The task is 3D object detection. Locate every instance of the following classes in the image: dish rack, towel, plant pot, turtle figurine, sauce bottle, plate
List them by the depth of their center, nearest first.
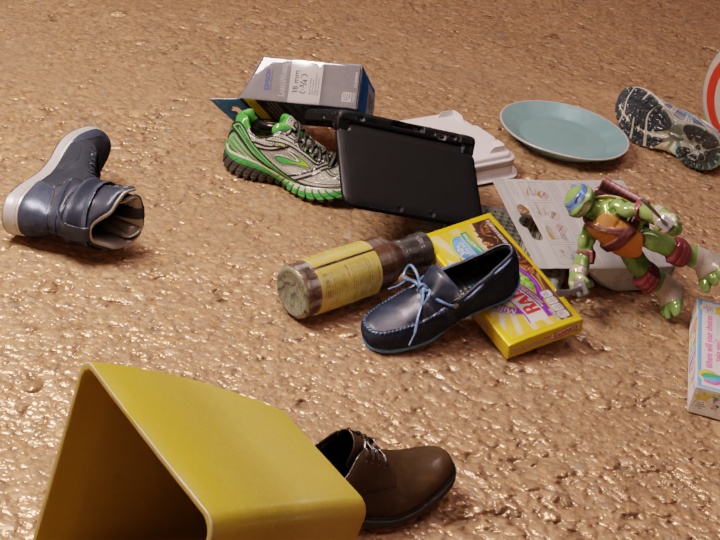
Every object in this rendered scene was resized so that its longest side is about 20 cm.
[{"bbox_3d":[-0.115,0.200,1.018,0.175,0.202,0.200,-1,30,-40],"label":"plant pot"},{"bbox_3d":[0.000,0.000,1.507,0.198,0.065,0.065,-17,40,-36],"label":"sauce bottle"},{"bbox_3d":[0.313,-0.007,1.532,0.193,0.145,0.200,29,10,-19],"label":"turtle figurine"},{"bbox_3d":[0.160,-0.023,1.650,0.190,0.035,0.201,13,32,9],"label":"towel"},{"bbox_3d":[0.108,-0.172,1.867,0.198,0.044,0.171,-12,37,-36],"label":"dish rack"},{"bbox_3d":[0.301,-0.201,2.002,0.197,0.026,0.201,9,30,-5],"label":"plate"}]

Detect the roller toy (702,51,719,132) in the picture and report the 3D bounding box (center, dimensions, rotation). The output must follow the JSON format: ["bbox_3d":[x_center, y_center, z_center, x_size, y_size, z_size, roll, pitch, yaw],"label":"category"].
[{"bbox_3d":[0.634,-0.266,2.065,0.138,0.184,0.200,-6,34,-29],"label":"roller toy"}]

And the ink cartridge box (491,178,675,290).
[{"bbox_3d":[0.270,-0.046,1.669,0.197,0.057,0.164,-4,47,-20],"label":"ink cartridge box"}]

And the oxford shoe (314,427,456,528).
[{"bbox_3d":[0.007,0.180,1.189,0.198,0.085,0.073,-8,33,-33],"label":"oxford shoe"}]

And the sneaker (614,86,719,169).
[{"bbox_3d":[0.477,-0.214,2.053,0.200,0.078,0.086,39,27,29],"label":"sneaker"}]

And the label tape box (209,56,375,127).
[{"bbox_3d":[-0.087,-0.236,1.793,0.197,0.064,0.144,6,-5,8],"label":"label tape box"}]

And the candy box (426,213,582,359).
[{"bbox_3d":[0.158,0.014,1.540,0.101,0.027,0.200,-20,48,-20],"label":"candy box"}]

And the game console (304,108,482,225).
[{"bbox_3d":[0.039,-0.129,1.691,0.198,0.118,0.175,9,3,-27],"label":"game console"}]

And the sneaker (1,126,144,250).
[{"bbox_3d":[-0.298,-0.094,1.544,0.144,0.078,0.203,8,38,17],"label":"sneaker"}]

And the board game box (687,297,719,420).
[{"bbox_3d":[0.437,0.108,1.509,0.133,0.035,0.200,15,30,7],"label":"board game box"}]

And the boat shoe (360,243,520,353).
[{"bbox_3d":[0.084,0.019,1.467,0.199,0.069,0.084,-29,50,-25],"label":"boat shoe"}]

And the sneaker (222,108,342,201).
[{"bbox_3d":[-0.081,-0.147,1.717,0.197,0.086,0.078,17,30,8],"label":"sneaker"}]
